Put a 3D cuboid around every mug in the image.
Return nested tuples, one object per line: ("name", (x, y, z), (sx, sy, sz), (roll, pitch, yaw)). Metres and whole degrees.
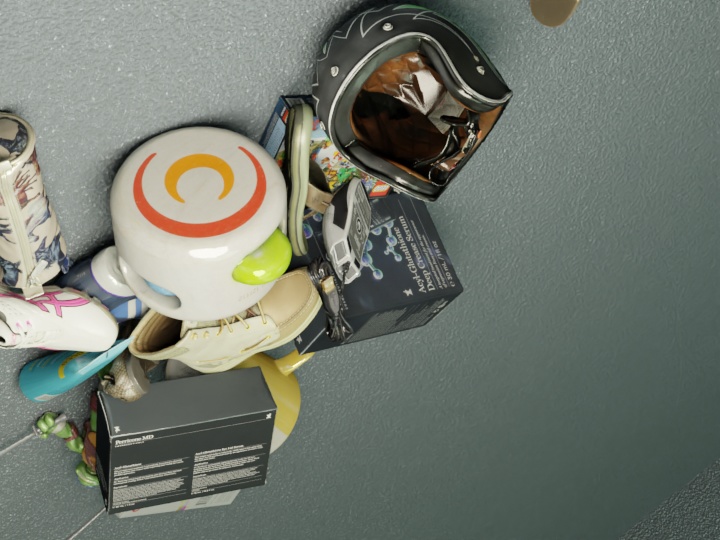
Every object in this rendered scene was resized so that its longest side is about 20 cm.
("mug", (-0.169, 0.137, 1.721), (0.153, 0.149, 0.187), (47, 65, -50))

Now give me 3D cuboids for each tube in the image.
("tube", (-0.328, 0.112, 1.501), (0.077, 0.051, 0.200), (-40, -168, -36))

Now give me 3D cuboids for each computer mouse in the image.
("computer mouse", (-0.026, -0.024, 1.522), (0.044, 0.201, 0.110), (-5, 134, 18))

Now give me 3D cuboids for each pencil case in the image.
("pencil case", (-0.341, -0.064, 1.305), (0.077, 0.090, 0.200), (-23, 146, -16))

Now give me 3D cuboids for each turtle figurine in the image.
("turtle figurine", (-0.334, 0.225, 1.658), (0.199, 0.144, 0.194), (-1, 132, -47))

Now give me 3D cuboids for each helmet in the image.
("helmet", (0.046, -0.187, 1.402), (0.200, 0.190, 0.200), (-53, 176, -5))

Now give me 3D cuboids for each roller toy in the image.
("roller toy", (-0.169, -0.047, 1.401), (0.181, 0.201, 0.140), (-4, 143, -7))

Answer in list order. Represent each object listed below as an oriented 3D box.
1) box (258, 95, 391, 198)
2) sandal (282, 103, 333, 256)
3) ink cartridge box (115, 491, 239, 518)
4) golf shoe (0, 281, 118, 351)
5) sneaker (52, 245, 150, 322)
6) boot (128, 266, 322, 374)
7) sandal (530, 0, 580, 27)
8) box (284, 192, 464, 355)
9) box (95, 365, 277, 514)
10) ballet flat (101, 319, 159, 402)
("box", (-0.028, -0.140, 1.541), (0.199, 0.038, 0.137), (-7, 139, -37))
("sandal", (-0.056, -0.093, 1.453), (0.057, 0.080, 0.202), (-4, 137, -12))
("ink cartridge box", (-0.245, 0.262, 1.848), (0.199, 0.085, 0.145), (1, 134, -45))
("golf shoe", (-0.353, 0.057, 1.388), (0.199, 0.092, 0.073), (16, 125, -19))
("sneaker", (-0.276, 0.032, 1.525), (0.146, 0.081, 0.200), (-34, 161, 27))
("boot", (-0.150, 0.051, 1.504), (0.199, 0.072, 0.154), (-31, 157, 20))
("sandal", (0.262, -0.371, 1.491), (0.070, 0.077, 0.212), (-49, 174, -45))
("box", (0.000, 0.000, 1.633), (0.199, 0.149, 0.107), (-12, 160, -33))
("box", (-0.210, 0.201, 1.577), (0.199, 0.079, 0.142), (-7, 136, -21))
("ballet flat", (-0.269, 0.106, 1.543), (0.046, 0.200, 0.068), (-27, 107, 4))
